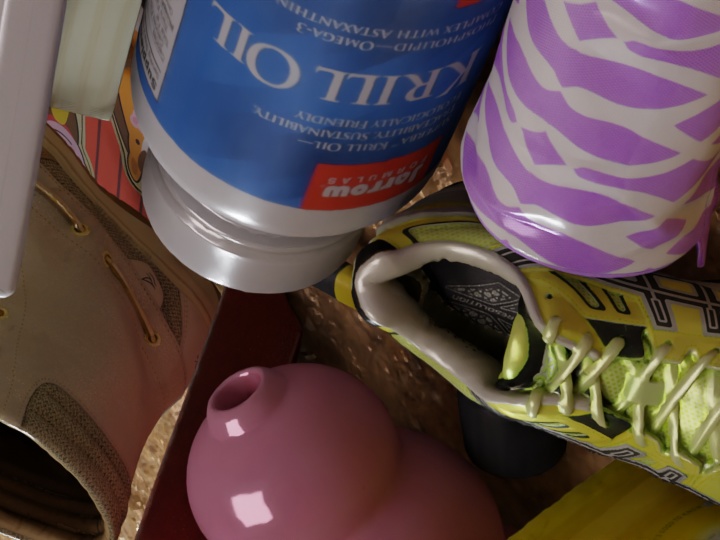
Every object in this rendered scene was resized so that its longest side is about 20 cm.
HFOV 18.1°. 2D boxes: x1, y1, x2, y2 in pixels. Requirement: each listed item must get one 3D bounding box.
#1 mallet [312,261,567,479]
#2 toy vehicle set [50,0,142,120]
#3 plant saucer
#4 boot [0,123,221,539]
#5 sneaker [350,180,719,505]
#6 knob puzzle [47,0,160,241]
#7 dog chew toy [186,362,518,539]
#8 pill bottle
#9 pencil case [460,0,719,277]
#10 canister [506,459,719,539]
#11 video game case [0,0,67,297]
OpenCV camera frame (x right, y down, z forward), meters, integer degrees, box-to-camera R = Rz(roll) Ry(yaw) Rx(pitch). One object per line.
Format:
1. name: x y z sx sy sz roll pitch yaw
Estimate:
1. mallet: 0.000 0.000 0.838 0.200 0.041 0.066 36 140 30
2. toy vehicle set: -0.068 -0.159 0.735 0.026 0.125 0.200 13 143 -8
3. plant saucer: -0.068 0.124 0.923 0.036 0.201 0.200 15 138 1
4. boot: -0.155 0.011 0.894 0.200 0.155 0.072 38 127 -12
5. sneaker: 0.084 0.035 0.702 0.199 0.076 0.076 21 113 27
6. knob puzzle: -0.131 -0.087 0.948 0.219 0.030 0.221 32 139 33
7. dog chew toy: 0.006 0.115 0.824 0.124 0.125 0.200 3 135 51
8. pill bottle: -0.013 -0.081 0.726 0.112 0.112 0.200 46 146 17
9. pencil case: 0.089 -0.083 0.628 0.085 0.084 0.200 9 142 -9
10. canister: 0.132 0.142 0.689 0.199 0.148 0.087 19 129 41
11. video game case: -0.111 -0.122 0.759 0.182 0.023 0.201 -104 24 -59
